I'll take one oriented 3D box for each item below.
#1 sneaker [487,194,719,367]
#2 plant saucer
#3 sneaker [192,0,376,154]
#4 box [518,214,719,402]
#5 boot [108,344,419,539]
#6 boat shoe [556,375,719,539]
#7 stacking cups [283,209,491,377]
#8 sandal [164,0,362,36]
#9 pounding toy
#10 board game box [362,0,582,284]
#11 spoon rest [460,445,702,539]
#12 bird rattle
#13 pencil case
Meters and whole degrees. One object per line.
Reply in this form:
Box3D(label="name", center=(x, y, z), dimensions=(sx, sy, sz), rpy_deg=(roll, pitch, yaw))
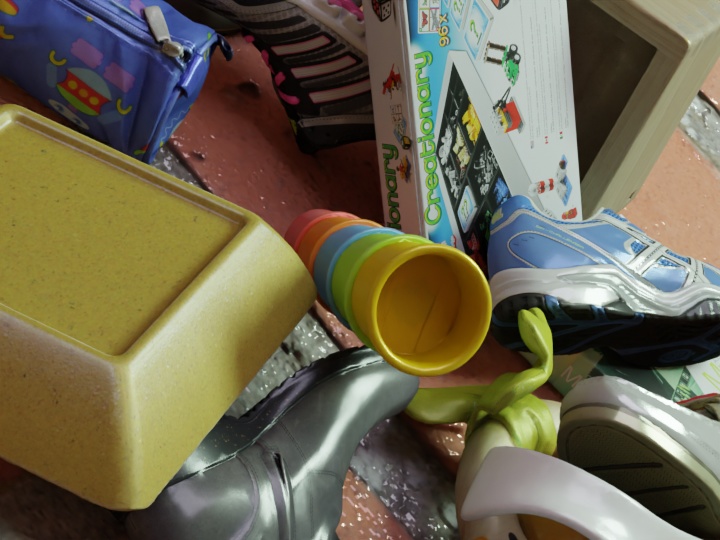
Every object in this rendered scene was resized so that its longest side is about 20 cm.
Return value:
Box3D(label="sneaker", center=(0.153, 0.005, 1.088), dimensions=(0.199, 0.076, 0.078), rpy_deg=(11, 58, -36))
Box3D(label="plant saucer", center=(-0.137, -0.002, 0.880), dimensions=(0.198, 0.049, 0.200), rpy_deg=(24, 35, 11))
Box3D(label="sneaker", center=(-0.029, -0.113, 1.106), dimensions=(0.199, 0.088, 0.074), rpy_deg=(27, 10, -16))
Box3D(label="box", center=(0.189, 0.069, 1.153), dimensions=(0.200, 0.036, 0.144), rpy_deg=(43, 36, 5))
Box3D(label="boot", center=(-0.020, 0.119, 0.906), dimensions=(0.199, 0.070, 0.132), rpy_deg=(-24, 75, -43))
Box3D(label="boat shoe", center=(0.166, 0.097, 0.962), dimensions=(0.200, 0.074, 0.069), rpy_deg=(38, 55, -36))
Box3D(label="stacking cups", center=(0.000, 0.000, 0.961), dimensions=(0.060, 0.061, 0.200), rpy_deg=(23, 3, -21))
Box3D(label="sandal", center=(-0.052, -0.191, 1.195), dimensions=(0.199, 0.055, 0.082), rpy_deg=(-16, 63, -48))
Box3D(label="pounding toy", center=(0.116, -0.160, 1.189), dimensions=(0.199, 0.185, 0.142), rpy_deg=(38, 35, 14))
Box3D(label="board game box", center=(0.064, -0.085, 1.078), dimensions=(0.126, 0.202, 0.034), rpy_deg=(-18, 20, -38))
Box3D(label="spoon rest", center=(0.136, 0.154, 0.919), dimensions=(0.200, 0.060, 0.100), rpy_deg=(41, 56, -20))
Box3D(label="bird rattle", center=(0.107, 0.119, 1.010), dimensions=(0.199, 0.112, 0.164), rpy_deg=(36, 46, -27))
Box3D(label="pencil case", center=(-0.166, -0.136, 1.014), dimensions=(0.199, 0.087, 0.078), rpy_deg=(33, 59, -8))
